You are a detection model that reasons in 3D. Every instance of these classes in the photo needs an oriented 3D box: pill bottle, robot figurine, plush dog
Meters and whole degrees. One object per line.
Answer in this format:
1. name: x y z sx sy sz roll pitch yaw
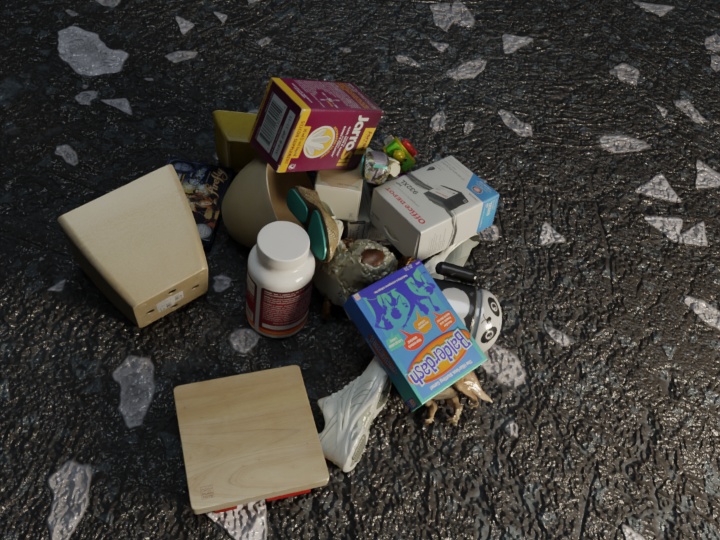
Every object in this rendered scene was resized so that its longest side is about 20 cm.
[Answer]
1. pill bottle: -0.135 0.016 1.235 0.112 0.201 0.114 5 50 -7
2. robot figurine: 0.148 0.079 1.286 0.198 0.151 0.125 12 35 0
3. plush dog: 0.000 0.000 1.327 0.199 0.162 0.171 25 28 36

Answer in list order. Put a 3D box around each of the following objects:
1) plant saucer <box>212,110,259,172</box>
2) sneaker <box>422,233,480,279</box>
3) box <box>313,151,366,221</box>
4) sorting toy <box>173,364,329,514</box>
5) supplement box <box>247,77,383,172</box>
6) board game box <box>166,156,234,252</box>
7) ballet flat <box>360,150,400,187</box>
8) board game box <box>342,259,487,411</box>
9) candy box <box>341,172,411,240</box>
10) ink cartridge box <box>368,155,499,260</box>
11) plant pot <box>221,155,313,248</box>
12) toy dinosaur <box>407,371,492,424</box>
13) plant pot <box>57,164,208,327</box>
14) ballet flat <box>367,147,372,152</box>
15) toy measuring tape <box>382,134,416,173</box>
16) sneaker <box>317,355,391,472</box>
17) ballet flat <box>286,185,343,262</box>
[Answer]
1. plant saucer: -0.191 -0.239 1.452 0.198 0.200 0.049 4 71 -7
2. sneaker: 0.170 -0.008 1.409 0.200 0.074 0.079 -39 90 -36
3. box: -0.039 -0.195 1.426 0.094 0.078 0.201 8 47 -4
4. sorting toy: -0.170 0.261 1.114 0.198 0.070 0.200 -8 53 -16
5. supplement box: -0.079 -0.256 1.295 0.199 0.131 0.103 -12 49 -45
6. board game box: -0.334 -0.132 1.426 0.134 0.035 0.201 10 50 -2
7. ballet flat: 0.042 -0.191 1.392 0.072 0.073 0.200 17 8 3
8. board game box: 0.088 0.099 1.168 0.152 0.045 0.201 -28 78 -32
9. candy box: 0.053 -0.130 1.480 0.198 0.061 0.137 -3 51 -13
10. ink cartridge box: 0.138 -0.120 1.387 0.199 0.084 0.145 -26 55 -27
11. plant pot: -0.178 -0.115 1.363 0.134 0.201 0.201 -14 46 21
12. toy dinosaur: 0.128 0.178 1.225 0.198 0.086 0.136 1 53 -7
13. plant pot: -0.356 -0.024 1.228 0.199 0.200 0.178 -31 80 -20
14. ballet flat: -0.014 -0.236 1.552 0.198 0.070 0.070 10 50 -3
15. toy measuring tape: 0.082 -0.247 1.557 0.073 0.074 0.200 9 16 -3
16. sneaker: -0.017 0.209 1.163 0.099 0.078 0.201 20 66 19
17. ballet flat: -0.065 -0.084 1.240 0.065 0.071 0.200 0 38 -28
